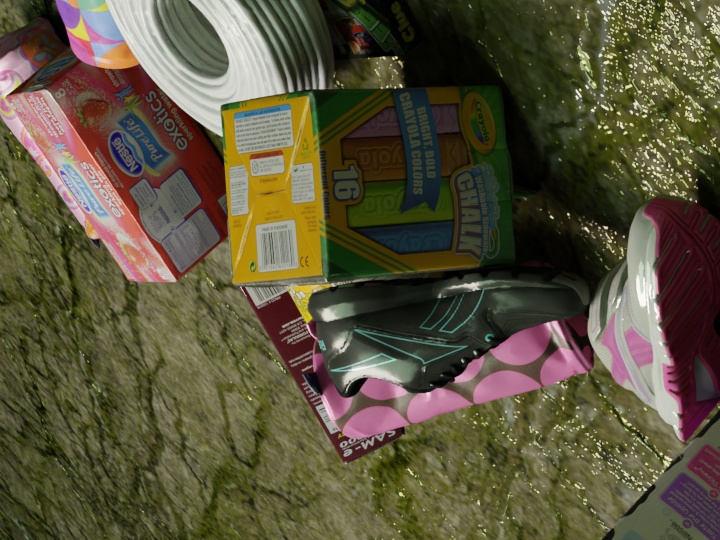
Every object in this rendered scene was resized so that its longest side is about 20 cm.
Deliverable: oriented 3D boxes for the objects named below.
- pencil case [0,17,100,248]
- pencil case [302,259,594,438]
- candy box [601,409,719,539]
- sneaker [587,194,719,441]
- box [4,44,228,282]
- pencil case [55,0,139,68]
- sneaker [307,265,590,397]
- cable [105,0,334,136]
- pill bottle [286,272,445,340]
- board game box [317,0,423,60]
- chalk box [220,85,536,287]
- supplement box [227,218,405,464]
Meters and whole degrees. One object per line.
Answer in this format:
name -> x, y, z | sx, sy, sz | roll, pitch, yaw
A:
pencil case -> -0.258, -0.123, 1.749 | 0.087, 0.087, 0.201 | -1, 128, 57
pencil case -> 0.063, 0.053, 1.399 | 0.091, 0.199, 0.094 | -24, -83, -75
candy box -> 0.215, 0.183, 1.308 | 0.071, 0.200, 0.168 | 39, 152, 16
sneaker -> 0.185, 0.025, 1.272 | 0.088, 0.081, 0.201 | 28, 147, 31
box -> -0.195, -0.097, 1.668 | 0.095, 0.100, 0.201 | 0, 128, 57
pencil case -> -0.198, -0.245, 1.485 | 0.088, 0.088, 0.201 | 33, 150, 28
sneaker -> 0.062, 0.040, 1.326 | 0.199, 0.075, 0.080 | -7, 88, 26
cable -> -0.103, -0.181, 1.394 | 0.200, 0.069, 0.200 | 51, 154, -5
pill bottle -> 0.000, 0.000, 1.487 | 0.112, 0.113, 0.201 | 11, 137, 51
board game box -> -0.043, -0.195, 1.389 | 0.199, 0.023, 0.105 | 4, 128, 55
chalk box -> 0.023, -0.059, 1.321 | 0.124, 0.199, 0.125 | -3, 92, 56
supplement box -> -0.036, 0.045, 1.611 | 0.201, 0.061, 0.109 | 61, -173, -25
